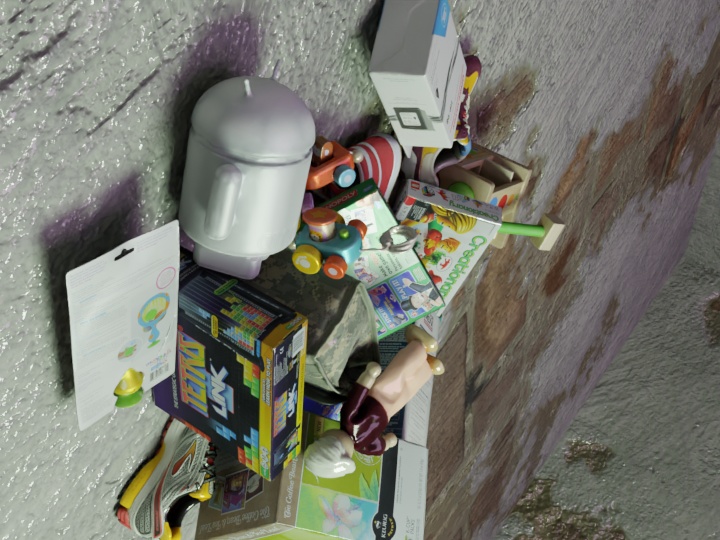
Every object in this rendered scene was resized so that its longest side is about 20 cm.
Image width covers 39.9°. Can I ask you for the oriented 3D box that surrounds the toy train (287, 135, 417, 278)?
[{"bbox_3d":[-0.035,-0.077,1.022,0.150,0.200,0.056,-26,134,-15],"label":"toy train"}]

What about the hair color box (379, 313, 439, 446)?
[{"bbox_3d":[0.051,0.137,1.266,0.100,0.060,0.200,51,43,-59],"label":"hair color box"}]

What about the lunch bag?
[{"bbox_3d":[-0.072,0.066,1.090,0.118,0.164,0.200,-59,156,-18],"label":"lunch bag"}]

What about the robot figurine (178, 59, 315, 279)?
[{"bbox_3d":[-0.105,-0.093,0.916,0.170,0.113,0.200,-75,179,-59],"label":"robot figurine"}]

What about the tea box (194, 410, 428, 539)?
[{"bbox_3d":[-0.059,0.263,1.163,0.197,0.200,0.134,20,61,-29],"label":"tea box"}]

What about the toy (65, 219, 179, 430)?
[{"bbox_3d":[-0.224,0.045,0.905,0.115,0.047,0.200,-32,143,-38],"label":"toy"}]

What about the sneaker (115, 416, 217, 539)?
[{"bbox_3d":[-0.187,0.219,1.127,0.200,0.082,0.078,-59,156,-8],"label":"sneaker"}]

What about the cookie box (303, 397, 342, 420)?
[{"bbox_3d":[-0.047,0.131,1.317,0.171,0.075,0.200,-50,154,-27],"label":"cookie box"}]

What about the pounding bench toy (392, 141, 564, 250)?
[{"bbox_3d":[0.163,-0.081,1.353,0.156,0.200,0.124,-23,136,-55],"label":"pounding bench toy"}]

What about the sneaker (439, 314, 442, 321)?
[{"bbox_3d":[0.076,0.042,1.451,0.121,0.084,0.200,-25,145,-46],"label":"sneaker"}]

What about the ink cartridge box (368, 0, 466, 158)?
[{"bbox_3d":[0.074,-0.221,1.147,0.200,0.067,0.116,55,44,-63],"label":"ink cartridge box"}]

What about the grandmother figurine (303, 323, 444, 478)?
[{"bbox_3d":[0.014,0.154,1.086,0.200,0.061,0.121,-42,123,-32],"label":"grandmother figurine"}]

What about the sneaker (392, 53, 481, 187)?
[{"bbox_3d":[0.117,-0.189,1.280,0.200,0.090,0.075,-55,155,-14],"label":"sneaker"}]

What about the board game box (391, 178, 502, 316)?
[{"bbox_3d":[0.083,-0.025,1.279,0.200,0.126,0.035,118,-17,-47],"label":"board game box"}]

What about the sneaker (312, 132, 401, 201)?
[{"bbox_3d":[-0.012,-0.061,1.186,0.112,0.071,0.200,-28,132,-57],"label":"sneaker"}]

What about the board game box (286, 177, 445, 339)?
[{"bbox_3d":[0.000,0.000,1.154,0.134,0.029,0.200,-27,129,7],"label":"board game box"}]

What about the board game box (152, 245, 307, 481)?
[{"bbox_3d":[-0.136,0.095,0.992,0.057,0.165,0.200,-43,149,-40],"label":"board game box"}]
